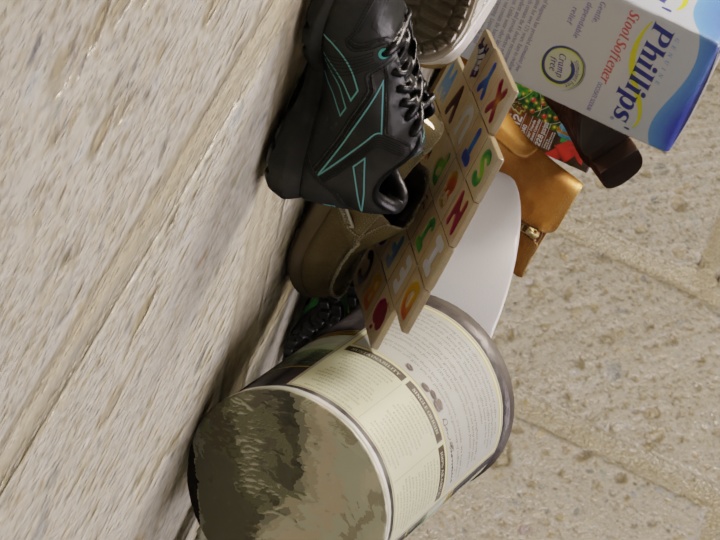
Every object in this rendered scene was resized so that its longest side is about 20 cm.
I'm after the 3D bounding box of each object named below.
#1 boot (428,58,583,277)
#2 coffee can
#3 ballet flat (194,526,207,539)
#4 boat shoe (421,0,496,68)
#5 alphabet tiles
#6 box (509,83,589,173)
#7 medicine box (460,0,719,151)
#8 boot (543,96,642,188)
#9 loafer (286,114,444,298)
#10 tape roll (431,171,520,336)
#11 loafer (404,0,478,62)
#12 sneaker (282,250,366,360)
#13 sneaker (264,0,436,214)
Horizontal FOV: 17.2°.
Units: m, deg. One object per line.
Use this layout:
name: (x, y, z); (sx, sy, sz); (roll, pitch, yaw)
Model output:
boot: (0.118, -0.104, 1.934); (0.071, 0.144, 0.202); (-53, 167, -66)
coffee can: (-0.003, 0.113, 1.586); (0.200, 0.146, 0.147); (-33, 150, -58)
ballet flat: (-0.089, 0.171, 1.704); (0.072, 0.072, 0.200); (86, 28, -78)
boat shoe: (0.084, -0.221, 1.497); (0.200, 0.071, 0.069); (-62, 176, -13)
alphabet tiles: (0.046, -0.053, 1.551); (0.200, 0.006, 0.167); (-62, -160, 22)
box: (0.175, -0.198, 2.090); (0.039, 0.137, 0.200); (-58, 170, -54)
medicine box: (0.177, -0.206, 1.748); (0.182, 0.200, 0.103); (-57, 171, -52)
boot: (0.153, -0.179, 1.934); (0.064, 0.200, 0.187); (-29, 156, -8)
loafer: (0.003, -0.043, 1.544); (0.076, 0.067, 0.200); (-60, 173, -37)
tape roll: (0.049, 0.010, 1.832); (0.202, 0.071, 0.203); (-160, -90, -74)
loafer: (0.057, -0.207, 1.326); (0.200, 0.076, 0.068); (-64, -178, -6)
sneaker: (0.000, 0.000, 1.729); (0.200, 0.078, 0.085); (-55, -168, 47)
sneaker: (0.008, -0.107, 1.267); (0.200, 0.079, 0.075); (107, 10, -48)
